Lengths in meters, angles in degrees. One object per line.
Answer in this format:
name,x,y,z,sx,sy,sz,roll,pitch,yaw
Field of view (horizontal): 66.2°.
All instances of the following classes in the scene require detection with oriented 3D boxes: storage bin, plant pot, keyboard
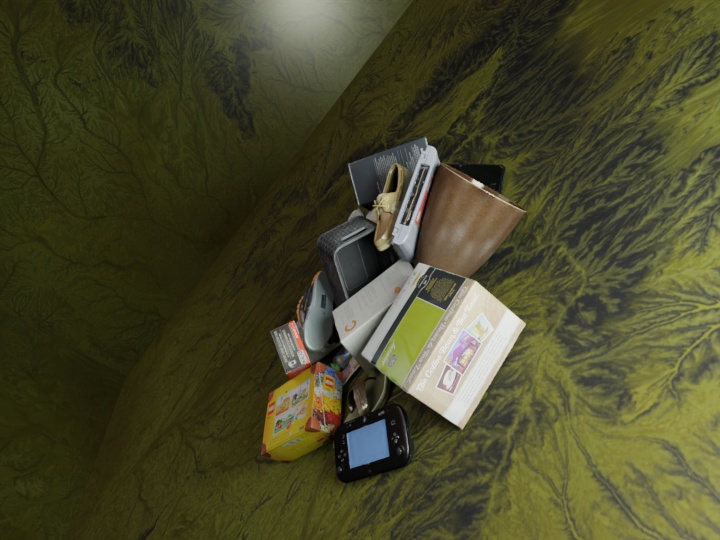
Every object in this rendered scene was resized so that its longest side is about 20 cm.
storage bin,0.000,0.000,1.219,0.133,0.204,0.093,-28,31,-19
plant pot,0.188,-0.070,1.063,0.203,0.183,0.188,-62,21,16
keyboard,0.216,-0.182,1.215,0.196,0.040,0.106,6,66,28

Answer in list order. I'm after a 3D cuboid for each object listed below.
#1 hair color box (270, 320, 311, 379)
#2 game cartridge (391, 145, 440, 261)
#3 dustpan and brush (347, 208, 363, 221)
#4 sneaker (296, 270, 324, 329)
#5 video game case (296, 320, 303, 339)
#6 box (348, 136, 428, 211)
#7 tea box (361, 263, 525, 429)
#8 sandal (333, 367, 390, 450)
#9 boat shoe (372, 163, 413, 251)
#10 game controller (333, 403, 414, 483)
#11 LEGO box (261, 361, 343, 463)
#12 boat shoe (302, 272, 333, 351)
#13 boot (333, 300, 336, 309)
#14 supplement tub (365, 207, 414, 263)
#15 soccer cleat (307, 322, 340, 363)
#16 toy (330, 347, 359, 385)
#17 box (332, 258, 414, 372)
hair color box,-0.154,0.193,1.279,0.060,0.103,0.200,-22,-14,-8
game cartridge,0.117,-0.126,1.097,0.133,0.040,0.204,48,-119,-72
dustpan and brush,-0.035,-0.041,1.356,0.140,0.056,0.205,-115,33,-65
sneaker,-0.107,0.076,1.480,0.076,0.078,0.203,-16,44,42
video game case,-0.124,0.143,1.541,0.184,0.022,0.200,-55,23,2
box,0.089,-0.229,1.355,0.195,0.110,0.148,-17,-4,12
tea box,0.133,0.118,0.938,0.202,0.133,0.196,-56,23,-4
sandal,-0.001,0.266,1.095,0.204,0.057,0.079,-60,24,-12
boat shoe,0.059,-0.133,1.133,0.073,0.066,0.203,-25,37,48
game controller,0.018,0.312,0.991,0.199,0.041,0.107,-33,62,40
LEGO box,-0.130,0.318,1.226,0.199,0.076,0.152,-36,37,37
boat shoe,-0.107,0.111,1.335,0.091,0.069,0.204,-45,30,52
boot,-0.001,0.021,1.389,0.212,0.078,0.159,-50,15,38
supplement tub,0.101,-0.093,1.267,0.147,0.144,0.199,-58,24,-9
soccer cleat,-0.093,0.173,1.361,0.199,0.070,0.086,-42,3,25
toy,-0.001,0.150,1.262,0.201,0.047,0.115,-52,25,8
box,0.053,0.087,1.128,0.198,0.098,0.125,-37,26,6
